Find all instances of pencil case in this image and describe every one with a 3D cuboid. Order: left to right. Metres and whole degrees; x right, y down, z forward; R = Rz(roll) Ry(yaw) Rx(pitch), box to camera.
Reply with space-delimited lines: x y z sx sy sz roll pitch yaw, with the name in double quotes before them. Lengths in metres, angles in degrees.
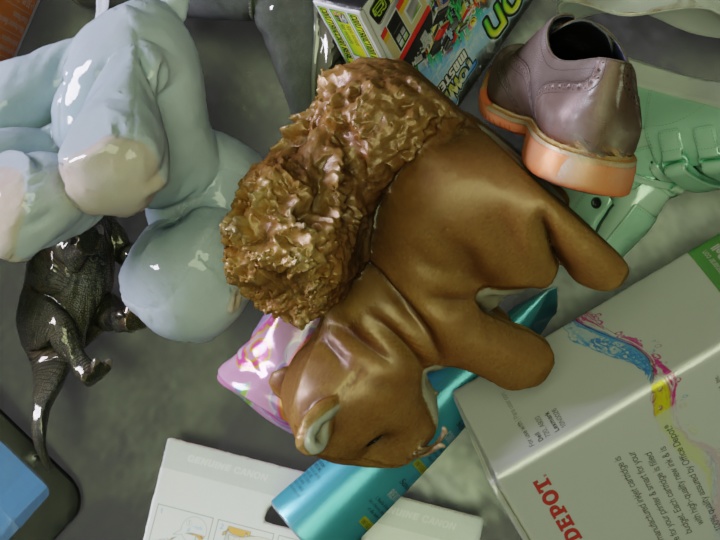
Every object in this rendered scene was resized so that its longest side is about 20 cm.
"pencil case" 0.000 0.000 1.051 0.087 0.087 0.201 30 91 3

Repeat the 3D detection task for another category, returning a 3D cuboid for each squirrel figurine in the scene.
"squirrel figurine" 0.007 0.002 0.942 0.199 0.142 0.187 37 100 -25

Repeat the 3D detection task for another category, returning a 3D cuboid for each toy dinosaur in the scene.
"toy dinosaur" -0.167 0.011 1.065 0.076 0.102 0.202 -8 104 -36

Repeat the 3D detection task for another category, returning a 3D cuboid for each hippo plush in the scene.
"hippo plush" -0.121 -0.049 0.975 0.158 0.161 0.201 -12 45 30

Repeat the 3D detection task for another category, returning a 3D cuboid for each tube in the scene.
"tube" 0.038 0.083 1.040 0.200 0.077 0.050 -43 82 -4

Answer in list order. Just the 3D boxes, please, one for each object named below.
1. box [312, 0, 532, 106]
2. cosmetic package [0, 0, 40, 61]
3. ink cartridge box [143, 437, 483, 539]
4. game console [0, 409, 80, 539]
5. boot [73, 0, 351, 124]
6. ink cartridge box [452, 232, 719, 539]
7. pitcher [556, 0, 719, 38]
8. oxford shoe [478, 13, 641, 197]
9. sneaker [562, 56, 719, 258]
"box" 0.059 -0.179 1.001 0.035 0.110 0.201 18 64 36
"cosmetic package" -0.260 -0.094 1.053 0.071 0.101 0.202 24 92 2
"ink cartridge box" -0.042 0.207 1.071 0.198 0.044 0.175 14 80 3
"game console" -0.276 0.131 1.015 0.116 0.176 0.200 -41 101 17
"boot" -0.085 -0.150 1.031 0.198 0.072 0.184 6 105 27
"ink cartridge box" 0.170 0.086 1.007 0.199 0.084 0.145 -30 126 2
"pitcher" 0.208 -0.224 1.032 0.170 0.121 0.202 12 92 -28
"oxford shoe" 0.110 -0.099 0.958 0.071 0.200 0.074 9 107 -13
"sneaker" 0.180 -0.044 1.009 0.200 0.073 0.119 23 93 46
